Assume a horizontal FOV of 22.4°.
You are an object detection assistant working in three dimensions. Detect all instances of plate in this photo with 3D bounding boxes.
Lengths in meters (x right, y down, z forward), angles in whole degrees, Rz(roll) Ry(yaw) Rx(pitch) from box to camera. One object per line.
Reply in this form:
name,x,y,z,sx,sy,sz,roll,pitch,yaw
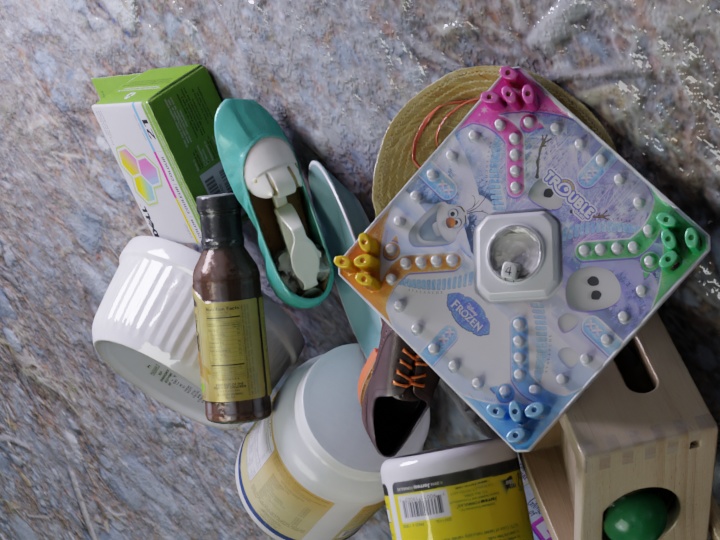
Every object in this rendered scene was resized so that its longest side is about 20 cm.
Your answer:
plate,0.000,0.000,1.542,0.200,0.025,0.202,161,90,-83

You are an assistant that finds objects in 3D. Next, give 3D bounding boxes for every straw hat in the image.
straw hat,0.110,-0.046,1.342,0.201,0.202,0.085,39,-175,21

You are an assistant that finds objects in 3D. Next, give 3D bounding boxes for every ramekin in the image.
ramekin,-0.163,0.066,1.736,0.199,0.106,0.201,27,161,10

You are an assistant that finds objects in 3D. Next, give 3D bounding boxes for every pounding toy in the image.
pounding toy,0.210,0.146,1.337,0.201,0.141,0.185,-110,11,-47

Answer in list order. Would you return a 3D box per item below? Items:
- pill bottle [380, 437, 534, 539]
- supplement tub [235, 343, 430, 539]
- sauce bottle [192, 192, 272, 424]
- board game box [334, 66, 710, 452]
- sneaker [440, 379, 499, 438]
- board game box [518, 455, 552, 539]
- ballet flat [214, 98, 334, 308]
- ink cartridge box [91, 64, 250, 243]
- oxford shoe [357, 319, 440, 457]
pill bottle,0.086,0.240,1.437,0.112,0.111,0.202,-16,83,57
supplement tub,-0.025,0.162,1.679,0.145,0.144,0.200,48,148,7
sauce bottle,-0.116,0.033,1.614,0.064,0.064,0.203,0,96,52
board game box,0.109,-0.012,1.276,0.200,0.200,0.026,44,-173,21
sneaker,0.075,0.047,1.514,0.201,0.075,0.081,63,157,-4
board game box,0.140,0.265,1.529,0.200,0.134,0.034,52,165,27
ballet flat,-0.067,-0.057,1.580,0.070,0.067,0.202,20,133,61
ink cartridge box,-0.196,-0.106,1.705,0.199,0.076,0.149,2,123,51
oxford shoe,0.046,0.061,1.417,0.070,0.073,0.201,8,129,-8
